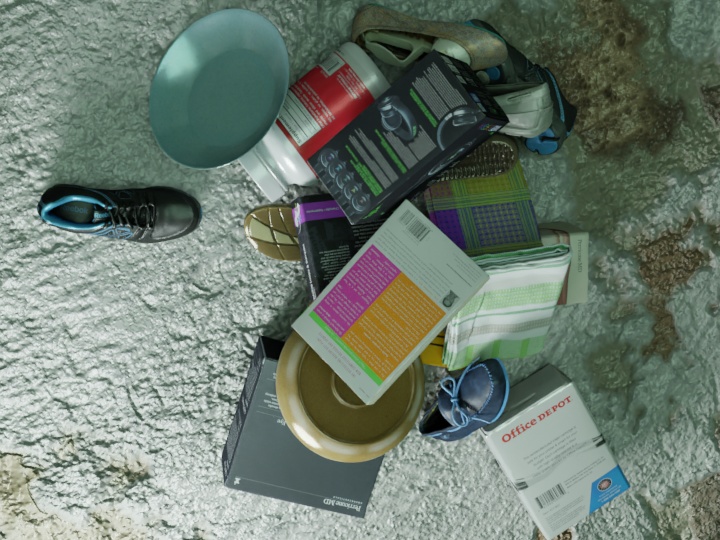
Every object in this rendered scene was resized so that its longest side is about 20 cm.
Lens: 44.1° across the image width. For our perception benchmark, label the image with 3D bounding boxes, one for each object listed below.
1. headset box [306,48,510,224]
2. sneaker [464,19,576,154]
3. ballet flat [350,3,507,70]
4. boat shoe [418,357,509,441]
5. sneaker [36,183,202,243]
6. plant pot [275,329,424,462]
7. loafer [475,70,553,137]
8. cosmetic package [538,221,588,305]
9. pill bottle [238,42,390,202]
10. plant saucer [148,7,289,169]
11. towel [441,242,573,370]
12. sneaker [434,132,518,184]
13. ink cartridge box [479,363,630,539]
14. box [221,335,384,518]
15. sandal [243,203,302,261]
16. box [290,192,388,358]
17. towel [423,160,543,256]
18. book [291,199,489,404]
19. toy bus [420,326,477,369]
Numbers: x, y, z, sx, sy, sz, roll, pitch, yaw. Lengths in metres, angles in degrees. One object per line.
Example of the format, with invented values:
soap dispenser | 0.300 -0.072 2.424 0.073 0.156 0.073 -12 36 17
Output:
headset box | 0.054 -0.145 1.013 0.200 0.174 0.093 -38 85 18
sneaker | 0.201 -0.245 1.156 0.200 0.073 0.082 50 55 -9
ballet flat | 0.079 -0.270 1.091 0.199 0.068 0.068 17 60 17
boat shoe | 0.135 0.186 1.186 0.068 0.085 0.201 -3 143 -21
sneaker | -0.296 -0.065 1.097 0.198 0.082 0.074 0 102 -12
plant pot | -0.007 0.140 1.124 0.198 0.027 0.202 3 79 -17
loafer | 0.143 -0.215 1.107 0.199 0.070 0.070 10 125 25
cosmetic package | 0.199 -0.004 1.200 0.198 0.087 0.104 -7 103 -9
pill bottle | -0.057 -0.178 1.098 0.200 0.112 0.112 -38 107 1
plant saucer | -0.163 -0.213 1.067 0.200 0.039 0.203 -6 75 25
towel | 0.183 0.052 1.122 0.148 0.031 0.201 -8 137 -10
sneaker | 0.103 -0.151 1.143 0.198 0.076 0.071 4 114 9
ink cartridge box | 0.272 0.259 1.278 0.145 0.084 0.201 -31 106 -1
box | -0.067 0.209 1.193 0.199 0.104 0.183 17 98 -14
sandal | -0.059 -0.061 1.158 0.199 0.054 0.081 -7 124 -25
box | 0.000 0.000 1.109 0.142 0.036 0.202 -8 83 -27
towel | 0.156 -0.074 1.149 0.142 0.023 0.201 -7 64 -10
book | 0.033 0.036 1.027 0.134 0.048 0.200 44 93 13
toy bus | 0.094 0.089 1.215 0.198 0.065 0.079 10 100 -12
